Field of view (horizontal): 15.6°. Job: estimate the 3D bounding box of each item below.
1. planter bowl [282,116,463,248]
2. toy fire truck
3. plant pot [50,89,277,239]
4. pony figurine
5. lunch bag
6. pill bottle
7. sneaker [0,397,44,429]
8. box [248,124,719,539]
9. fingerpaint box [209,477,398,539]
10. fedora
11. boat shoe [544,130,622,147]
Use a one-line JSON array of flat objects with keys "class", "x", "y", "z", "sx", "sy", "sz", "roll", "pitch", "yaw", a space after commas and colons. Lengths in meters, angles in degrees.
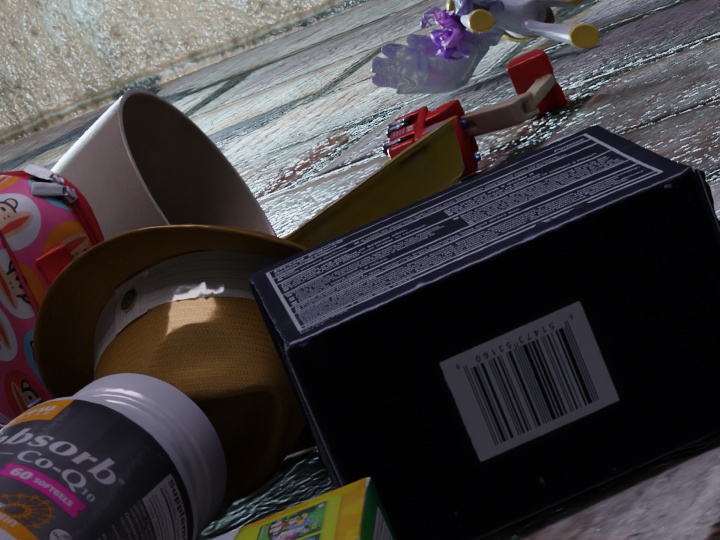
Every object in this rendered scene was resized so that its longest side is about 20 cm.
[{"class": "planter bowl", "x": 0.000, "y": 0.000, "z": 1.554, "sx": 0.200, "sy": 0.084, "sz": 0.200, "roll": -37, "pitch": 1, "yaw": 1}, {"class": "toy fire truck", "x": 0.093, "y": -0.117, "z": 2.094, "sx": 0.141, "sy": 0.049, "sz": 0.200, "roll": -22, "pitch": 11, "yaw": 8}, {"class": "plant pot", "x": -0.179, "y": 0.009, "z": 1.807, "sx": 0.200, "sy": 0.188, "sz": 0.187, "roll": -36, "pitch": 7, "yaw": 17}, {"class": "pony figurine", "x": 0.116, "y": -0.241, "z": 2.461, "sx": 0.192, "sy": 0.167, "sz": 0.200, "roll": 7, "pitch": 1, "yaw": -13}, {"class": "lunch bag", "x": -0.187, "y": 0.041, "z": 1.536, "sx": 0.082, "sy": 0.201, "sz": 0.176, "roll": -34, "pitch": 17, "yaw": -36}, {"class": "pill bottle", "x": -0.147, "y": 0.129, "z": 1.244, "sx": 0.116, "sy": 0.117, "sz": 0.200, "roll": -18, "pitch": 12, "yaw": 28}, {"class": "sneaker", "x": -0.230, "y": 0.123, "z": 1.531, "sx": 0.200, "sy": 0.088, "sz": 0.074, "roll": -16, "pitch": 13, "yaw": 37}, {"class": "box", "x": 0.066, "y": 0.031, "z": 1.227, "sx": 0.199, "sy": 0.124, "sz": 0.198, "roll": -23, "pitch": 12, "yaw": -3}, {"class": "fingerpaint box", "x": -0.062, "y": 0.167, "z": 0.987, "sx": 0.166, "sy": 0.074, "sz": 0.200, "roll": -22, "pitch": 10, "yaw": 7}, {"class": "fedora", "x": -0.080, "y": 0.062, "z": 1.370, "sx": 0.200, "sy": 0.201, "sz": 0.082, "roll": -19, "pitch": 42, "yaw": 24}, {"class": "boat shoe", "x": 0.119, "y": -0.027, "z": 1.537, "sx": 0.068, "sy": 0.072, "sz": 0.200, "roll": -16, "pitch": 16, "yaw": 45}]
